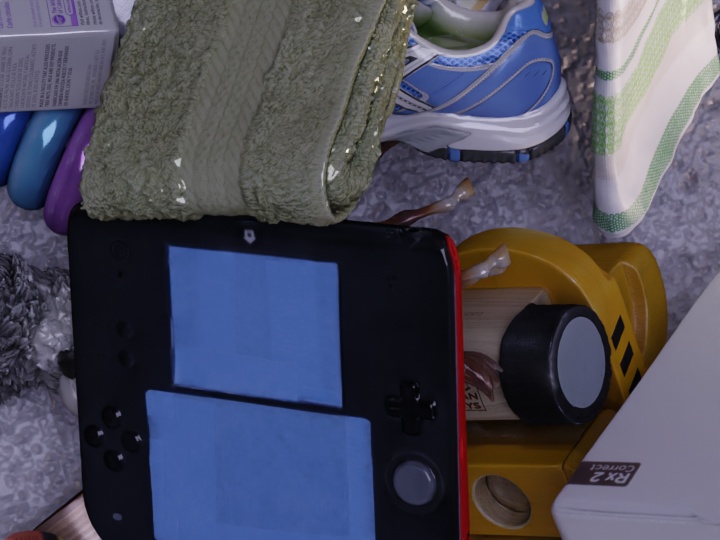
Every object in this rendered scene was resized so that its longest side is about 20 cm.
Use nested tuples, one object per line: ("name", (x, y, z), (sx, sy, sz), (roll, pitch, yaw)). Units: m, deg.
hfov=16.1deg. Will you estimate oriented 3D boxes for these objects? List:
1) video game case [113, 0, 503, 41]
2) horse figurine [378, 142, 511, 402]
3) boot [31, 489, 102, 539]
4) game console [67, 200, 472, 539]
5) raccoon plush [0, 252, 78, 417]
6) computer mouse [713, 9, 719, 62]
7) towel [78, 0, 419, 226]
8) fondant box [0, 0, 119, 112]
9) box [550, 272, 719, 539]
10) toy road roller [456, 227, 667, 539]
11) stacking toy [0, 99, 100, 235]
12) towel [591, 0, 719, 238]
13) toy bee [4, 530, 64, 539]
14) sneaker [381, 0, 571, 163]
("video game case", (-0.022, -0.164, 1.299), (0.182, 0.023, 0.200), (39, 82, -4))
("horse figurine", (0.000, 0.000, 1.202), (0.133, 0.200, 0.050), (-26, 127, 1))
("boot", (-0.043, 0.132, 1.260), (0.200, 0.074, 0.155), (-38, 93, 2))
("game console", (-0.043, 0.060, 1.151), (0.200, 0.031, 0.177), (6, 111, 27))
("raccoon plush", (-0.180, -0.010, 1.233), (0.134, 0.097, 0.200), (-26, 91, -9))
("computer mouse", (0.264, -0.074, 1.332), (0.200, 0.034, 0.059), (39, 100, 1))
("towel", (-0.045, -0.108, 1.156), (0.148, 0.036, 0.200), (1, 59, 26))
("fondant box", (-0.226, -0.144, 1.207), (0.200, 0.058, 0.144), (-3, 54, -16))
("box", (0.227, 0.104, 1.154), (0.200, 0.199, 0.131), (-48, 127, -43))
("toy road roller", (0.098, 0.071, 1.253), (0.146, 0.123, 0.200), (-45, 123, -45))
("stacking toy", (-0.194, -0.084, 1.246), (0.200, 0.085, 0.085), (25, 84, -2))
("towel", (0.146, -0.131, 1.215), (0.031, 0.200, 0.149), (14, 47, 16))
("toy bee", (-0.162, 0.213, 1.232), (0.109, 0.200, 0.131), (15, 48, -33))
("sneaker", (0.001, -0.101, 1.219), (0.200, 0.076, 0.077), (0, 124, 6))
